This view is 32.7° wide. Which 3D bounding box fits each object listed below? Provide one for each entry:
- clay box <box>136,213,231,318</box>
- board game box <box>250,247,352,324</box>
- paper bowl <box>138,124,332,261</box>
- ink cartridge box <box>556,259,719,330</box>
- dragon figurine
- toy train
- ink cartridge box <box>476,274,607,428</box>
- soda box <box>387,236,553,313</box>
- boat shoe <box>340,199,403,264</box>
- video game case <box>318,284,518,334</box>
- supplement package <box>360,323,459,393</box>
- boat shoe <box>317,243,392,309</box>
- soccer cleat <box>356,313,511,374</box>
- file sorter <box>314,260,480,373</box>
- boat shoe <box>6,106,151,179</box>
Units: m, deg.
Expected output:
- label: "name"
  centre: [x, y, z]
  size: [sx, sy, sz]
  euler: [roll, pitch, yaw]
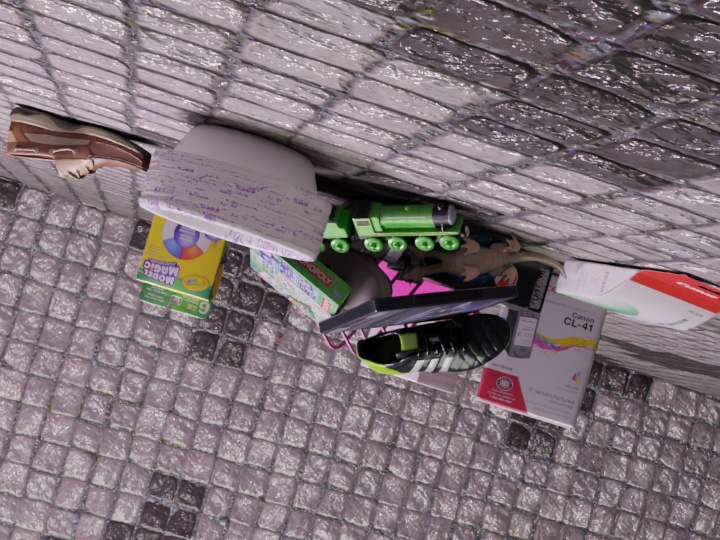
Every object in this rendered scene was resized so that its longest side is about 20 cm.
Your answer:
- label: "clay box"
  centre: [-0.249, -0.040, 1.783]
  size: [0.114, 0.202, 0.048]
  euler: [15, 176, 5]
- label: "board game box"
  centre: [-0.076, 0.009, 1.497]
  size: [0.134, 0.029, 0.200]
  euler: [38, 168, 3]
- label: "paper bowl"
  centre: [-0.127, -0.087, 1.303]
  size: [0.199, 0.105, 0.201]
  euler: [16, 177, 1]
- label: "ink cartridge box"
  centre: [0.356, 0.036, 1.453]
  size: [0.160, 0.051, 0.199]
  euler: [19, 178, -32]
- label: "dragon figurine"
  centre: [0.142, -0.014, 1.465]
  size: [0.198, 0.060, 0.099]
  euler: [-4, -176, -21]
- label: "toy train"
  centre: [0.023, -0.051, 1.371]
  size: [0.198, 0.042, 0.057]
  euler: [-1, 137, 21]
- label: "ink cartridge box"
  centre: [0.261, 0.109, 1.747]
  size: [0.146, 0.202, 0.086]
  euler: [15, 176, 11]
- label: "soda box"
  centre: [0.139, -0.004, 1.563]
  size: [0.198, 0.064, 0.071]
  euler: [19, 176, -19]
- label: "boat shoe"
  centre: [0.006, -0.050, 1.497]
  size: [0.065, 0.074, 0.200]
  euler: [13, 176, -16]
- label: "video game case"
  centre: [0.068, 0.046, 1.462]
  size: [0.198, 0.019, 0.143]
  euler: [-6, 170, -30]
- label: "supplement package"
  centre: [0.099, 0.068, 1.852]
  size: [0.113, 0.202, 0.109]
  euler: [14, 175, 37]
- label: "boat shoe"
  centre: [0.000, 0.000, 1.573]
  size: [0.092, 0.075, 0.199]
  euler: [-4, -160, -36]
- label: "soccer cleat"
  centre: [0.089, 0.094, 1.532]
  size: [0.198, 0.068, 0.081]
  euler: [-13, 162, 25]
- label: "file sorter"
  centre: [0.039, 0.047, 1.693]
  size: [0.199, 0.126, 0.140]
  euler: [11, 139, 44]
- label: "boat shoe"
  centre: [-0.372, -0.155, 1.609]
  size: [0.198, 0.075, 0.076]
  euler: [16, 177, 11]
